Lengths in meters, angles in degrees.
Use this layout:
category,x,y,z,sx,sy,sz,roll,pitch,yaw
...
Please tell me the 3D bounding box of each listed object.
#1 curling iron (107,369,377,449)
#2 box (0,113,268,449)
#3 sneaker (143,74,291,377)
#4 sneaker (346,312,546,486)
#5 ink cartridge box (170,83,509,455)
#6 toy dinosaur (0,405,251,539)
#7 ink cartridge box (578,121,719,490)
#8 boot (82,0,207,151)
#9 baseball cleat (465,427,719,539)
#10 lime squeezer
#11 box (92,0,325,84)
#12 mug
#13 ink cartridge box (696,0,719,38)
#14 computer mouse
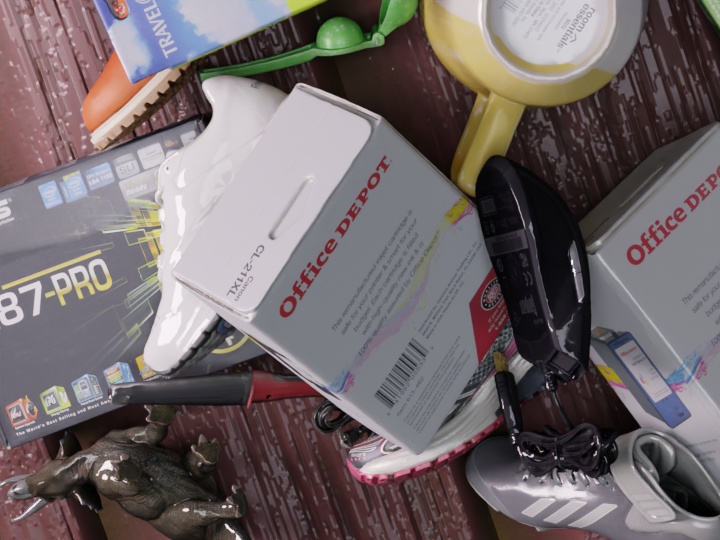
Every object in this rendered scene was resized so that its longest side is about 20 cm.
category,x,y,z,sx,sy,sz,roll,pitch,yaw
curling iron,-0.068,0.085,1.622,0.199,0.026,0.050,7,94,-30
box,-0.165,0.007,1.640,0.199,0.049,0.162,-19,97,2
sneaker,-0.093,-0.029,1.587,0.087,0.075,0.201,25,94,10
sneaker,0.072,0.069,1.641,0.200,0.081,0.075,-38,84,-1
ink cartridge box,0.000,0.000,1.550,0.146,0.083,0.200,-56,137,-7
toy dinosaur,-0.127,0.142,1.655,0.199,0.102,0.077,20,65,-15
ink cartridge box,0.225,0.029,1.592,0.145,0.087,0.200,-43,101,-28
boot,-0.132,-0.175,1.598,0.107,0.075,0.200,35,91,-3
baseball cleat,0.154,0.129,1.609,0.199,0.070,0.107,19,137,27
lime squeezer,-0.009,-0.166,1.603,0.200,0.038,0.071,-42,125,15
box,-0.067,-0.205,1.491,0.199,0.048,0.122,-23,100,7
mug,0.114,-0.147,1.556,0.149,0.153,0.188,-11,101,2
ink cartridge box,0.309,-0.203,1.582,0.200,0.076,0.148,-33,99,8
computer mouse,0.112,0.030,1.538,0.046,0.140,0.201,-16,85,-18
